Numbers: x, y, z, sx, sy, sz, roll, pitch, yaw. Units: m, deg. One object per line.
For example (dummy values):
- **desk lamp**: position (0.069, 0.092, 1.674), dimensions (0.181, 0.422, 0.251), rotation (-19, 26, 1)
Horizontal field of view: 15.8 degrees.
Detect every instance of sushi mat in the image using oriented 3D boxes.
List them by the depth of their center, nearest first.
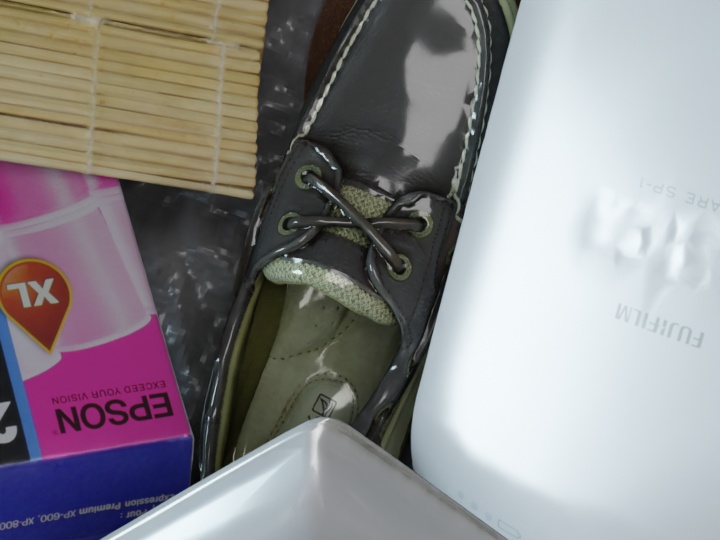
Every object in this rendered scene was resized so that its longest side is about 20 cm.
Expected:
- **sushi mat**: position (-0.114, -0.082, 0.761), dimensions (0.199, 0.012, 0.096), rotation (9, 91, -28)

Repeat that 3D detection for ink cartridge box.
- **ink cartridge box**: position (-0.110, 0.016, 0.773), dimensions (0.094, 0.037, 0.201), rotation (-9, 65, -20)

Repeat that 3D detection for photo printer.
- **photo printer**: position (0.104, 0.007, 0.751), dimensions (0.166, 0.069, 0.201), rotation (20, 99, 33)

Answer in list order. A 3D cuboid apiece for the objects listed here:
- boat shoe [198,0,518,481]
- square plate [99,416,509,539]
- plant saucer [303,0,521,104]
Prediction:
- **boat shoe**: position (-0.001, 0.000, 0.799), dimensions (0.071, 0.066, 0.202), rotation (21, 104, 10)
- **square plate**: position (-0.023, 0.136, 0.745), dimensions (0.200, 0.029, 0.198), rotation (-31, 133, 25)
- **plant saucer**: position (0.082, -0.053, 0.851), dimensions (0.199, 0.034, 0.202), rotation (0, 90, -9)
